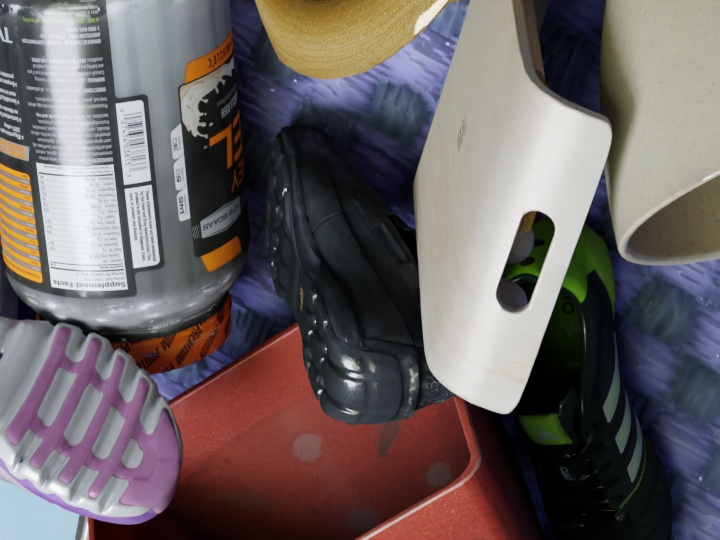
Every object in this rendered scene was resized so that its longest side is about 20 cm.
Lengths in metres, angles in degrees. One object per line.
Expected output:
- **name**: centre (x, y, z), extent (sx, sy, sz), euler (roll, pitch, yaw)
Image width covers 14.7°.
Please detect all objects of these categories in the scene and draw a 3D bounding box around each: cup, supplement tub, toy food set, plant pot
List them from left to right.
- **supplement tub**: centre (-0.116, -0.059, 1.331), extent (0.122, 0.123, 0.201), euler (6, 117, 22)
- **plant pot**: centre (0.002, 0.149, 1.320), extent (0.199, 0.200, 0.177), euler (-31, 118, 9)
- **toy food set**: centre (0.072, -0.053, 1.205), extent (0.060, 0.200, 0.144), euler (12, 122, -10)
- **cup**: centre (0.179, -0.105, 1.149), extent (0.200, 0.200, 0.144), euler (-25, 76, 32)

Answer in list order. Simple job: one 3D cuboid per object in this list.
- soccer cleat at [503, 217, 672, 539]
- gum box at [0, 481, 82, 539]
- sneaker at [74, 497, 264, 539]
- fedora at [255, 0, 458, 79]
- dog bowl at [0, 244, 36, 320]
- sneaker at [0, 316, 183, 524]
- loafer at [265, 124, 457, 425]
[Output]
- **soccer cleat**: centre (0.099, 0.074, 1.318), extent (0.067, 0.081, 0.201), euler (-4, 112, 26)
- **gum box**: centre (-0.219, 0.147, 1.523), extent (0.169, 0.045, 0.201), euler (16, 120, 16)
- **sneaker**: centre (-0.104, 0.191, 1.451), extent (0.105, 0.075, 0.201), euler (10, 116, -7)
- **fedora**: centre (0.032, -0.167, 1.153), extent (0.081, 0.202, 0.201), euler (15, 133, -35)
- **dog bowl**: centre (-0.261, 0.010, 1.421), extent (0.199, 0.079, 0.202), euler (2, 97, 14)
- **sneaker**: centre (-0.173, 0.067, 1.324), extent (0.199, 0.081, 0.089), euler (25, 148, 13)
- **loafer**: centre (0.000, 0.000, 1.285), extent (0.070, 0.201, 0.068), euler (-2, 125, -14)
